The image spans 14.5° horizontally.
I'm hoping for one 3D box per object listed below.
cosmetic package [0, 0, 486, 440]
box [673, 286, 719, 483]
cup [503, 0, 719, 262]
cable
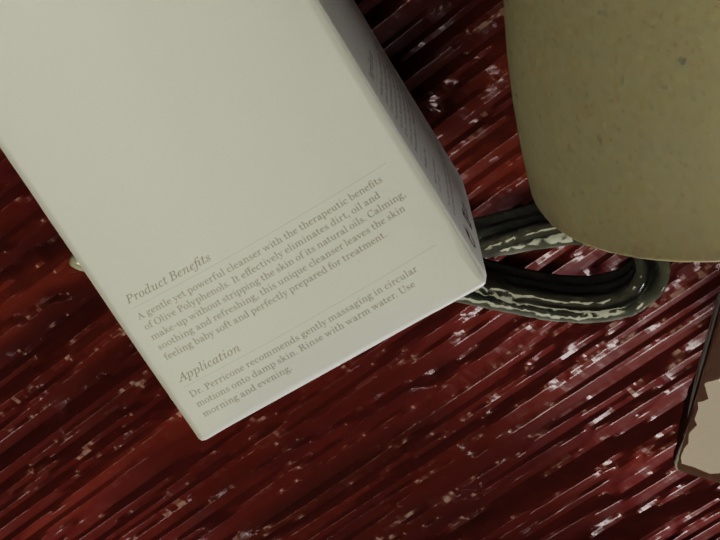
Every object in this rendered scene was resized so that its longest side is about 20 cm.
[{"bbox_3d":[-0.056,-0.065,0.844,0.107,0.085,0.201,-27,112,8],"label":"cosmetic package"},{"bbox_3d":[0.208,0.036,0.893,0.199,0.075,0.101,15,115,6],"label":"box"},{"bbox_3d":[0.119,-0.114,0.747,0.199,0.201,0.144,-12,115,19],"label":"cup"},{"bbox_3d":[0.000,0.000,0.942,0.199,0.050,0.098,17,124,-2],"label":"cable"}]
